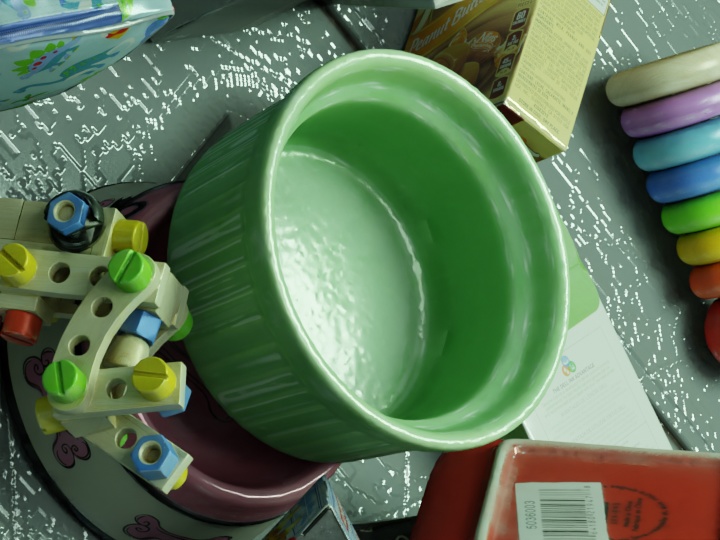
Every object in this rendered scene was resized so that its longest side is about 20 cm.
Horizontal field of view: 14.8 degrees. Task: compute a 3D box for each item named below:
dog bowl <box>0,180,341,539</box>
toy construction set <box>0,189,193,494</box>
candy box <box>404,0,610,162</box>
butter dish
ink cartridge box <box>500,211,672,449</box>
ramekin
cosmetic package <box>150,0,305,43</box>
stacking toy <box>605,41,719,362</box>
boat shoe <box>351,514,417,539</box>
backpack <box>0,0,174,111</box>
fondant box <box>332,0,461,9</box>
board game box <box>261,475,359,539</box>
[{"bbox_3d":[-0.080,0.043,1.400,0.200,0.074,0.201,14,68,-38],"label":"dog bowl"},{"bbox_3d":[-0.165,0.025,1.290,0.199,0.092,0.131,10,71,5],"label":"toy construction set"},{"bbox_3d":[0.085,-0.145,1.581,0.055,0.115,0.200,37,55,-29],"label":"candy box"},{"bbox_3d":[0.124,0.181,1.387,0.200,0.199,0.148,-68,161,-65],"label":"butter dish"},{"bbox_3d":[0.099,0.065,1.563,0.104,0.059,0.200,-30,97,-44],"label":"ink cartridge box"},{"bbox_3d":[0.000,0.000,1.369,0.200,0.098,0.201,15,66,-38],"label":"ramekin"},{"bbox_3d":[-0.080,-0.232,1.469,0.090,0.107,0.200,-17,90,-44],"label":"cosmetic package"},{"bbox_3d":[0.216,-0.034,1.693,0.085,0.085,0.200,-20,94,-44],"label":"stacking toy"},{"bbox_3d":[0.023,0.161,1.458,0.200,0.066,0.070,-5,79,-43],"label":"boat shoe"},{"bbox_3d":[-0.193,-0.149,1.288,0.200,0.183,0.147,-6,80,-38],"label":"backpack"},{"bbox_3d":[0.017,-0.217,1.472,0.058,0.200,0.145,-18,100,-14],"label":"fondant box"},{"bbox_3d":[-0.042,0.209,1.314,0.199,0.062,0.200,-14,100,-2],"label":"board game box"}]
